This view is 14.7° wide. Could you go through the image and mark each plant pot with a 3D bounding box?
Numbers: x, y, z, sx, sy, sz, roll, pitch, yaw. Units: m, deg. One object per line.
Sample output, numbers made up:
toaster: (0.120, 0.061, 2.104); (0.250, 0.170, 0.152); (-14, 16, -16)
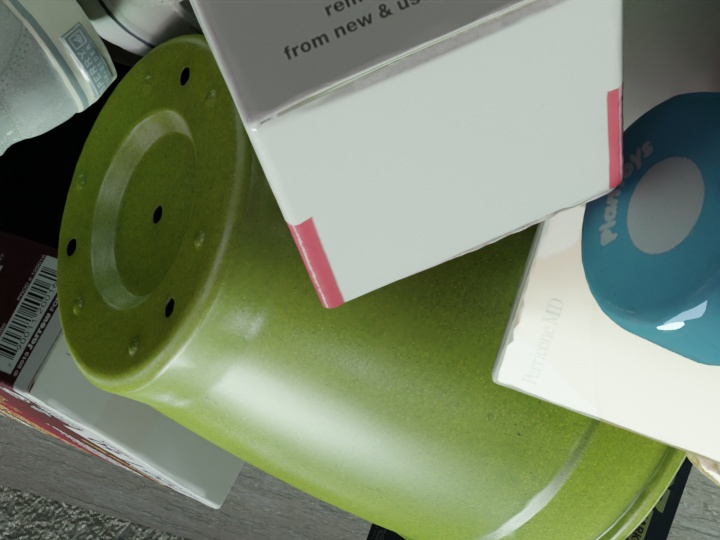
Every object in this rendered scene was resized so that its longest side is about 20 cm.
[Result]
plant pot: (0.000, 0.000, 1.023); (0.192, 0.201, 0.200); (16, 171, -33)

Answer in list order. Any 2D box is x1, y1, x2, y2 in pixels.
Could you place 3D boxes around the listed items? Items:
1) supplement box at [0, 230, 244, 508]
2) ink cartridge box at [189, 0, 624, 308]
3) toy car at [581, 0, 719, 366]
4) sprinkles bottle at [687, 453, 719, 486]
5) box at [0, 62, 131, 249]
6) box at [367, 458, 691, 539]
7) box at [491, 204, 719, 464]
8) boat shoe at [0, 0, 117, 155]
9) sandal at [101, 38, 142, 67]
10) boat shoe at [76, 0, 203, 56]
supplement box: (-0.134, 0.029, 1.148); (0.109, 0.061, 0.200); (35, 169, -35)
ink cartridge box: (-0.015, -0.111, 0.622); (0.082, 0.201, 0.147); (-23, 164, 0)
toy car: (0.126, -0.054, 0.752); (0.184, 0.177, 0.200); (21, -169, -37)
sprinkles bottle: (0.195, 0.014, 0.992); (0.068, 0.069, 0.200); (25, 140, -26)
box: (-0.065, -0.019, 1.304); (0.196, 0.118, 0.200); (17, 169, 8)
box: (0.085, 0.071, 1.239); (0.051, 0.201, 0.157); (28, 164, -27)
box: (0.152, 0.015, 0.899); (0.199, 0.078, 0.095); (18, 133, 5)
boat shoe: (-0.165, -0.098, 1.009); (0.201, 0.071, 0.070); (35, 158, 47)
sandal: (-0.122, -0.120, 1.083); (0.081, 0.055, 0.200); (14, 161, 20)
boat shoe: (-0.069, -0.127, 0.962); (0.065, 0.072, 0.200); (17, 160, 28)
